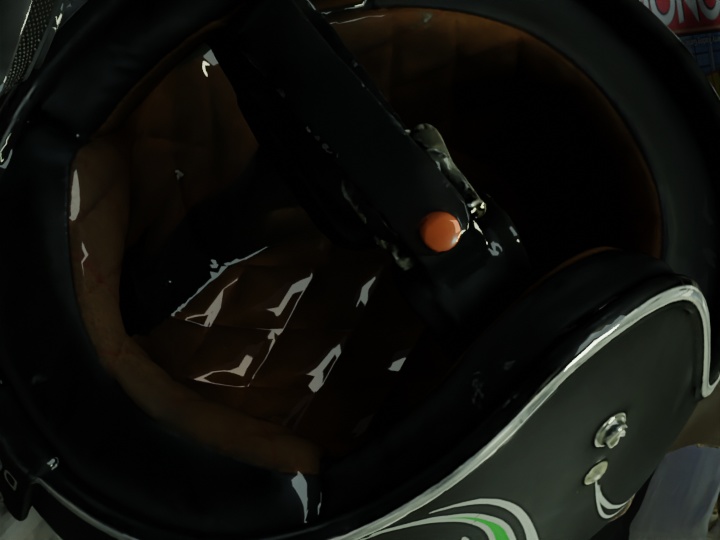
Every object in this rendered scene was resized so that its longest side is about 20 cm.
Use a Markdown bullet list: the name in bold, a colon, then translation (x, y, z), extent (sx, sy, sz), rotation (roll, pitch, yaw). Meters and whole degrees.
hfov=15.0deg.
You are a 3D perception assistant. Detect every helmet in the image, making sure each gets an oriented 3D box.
- **helmet**: translation (0.000, 0.000, 0.701), extent (0.191, 0.200, 0.200), rotation (17, 69, -75)

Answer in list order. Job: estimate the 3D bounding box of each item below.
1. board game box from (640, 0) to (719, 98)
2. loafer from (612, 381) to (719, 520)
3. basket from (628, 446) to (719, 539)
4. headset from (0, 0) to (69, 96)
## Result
- **board game box**: translation (0.077, -0.086, 0.900), extent (0.200, 0.062, 0.200), rotation (-14, 94, -56)
- **loafer**: translation (0.056, 0.055, 0.848), extent (0.200, 0.073, 0.071), rotation (-18, 108, -34)
- **basket**: translation (0.198, 0.127, 1.006), extent (0.136, 0.123, 0.200), rotation (-58, 136, -42)
- **headset**: translation (-0.109, -0.094, 0.599), extent (0.123, 0.094, 0.200), rotation (41, 55, 2)
